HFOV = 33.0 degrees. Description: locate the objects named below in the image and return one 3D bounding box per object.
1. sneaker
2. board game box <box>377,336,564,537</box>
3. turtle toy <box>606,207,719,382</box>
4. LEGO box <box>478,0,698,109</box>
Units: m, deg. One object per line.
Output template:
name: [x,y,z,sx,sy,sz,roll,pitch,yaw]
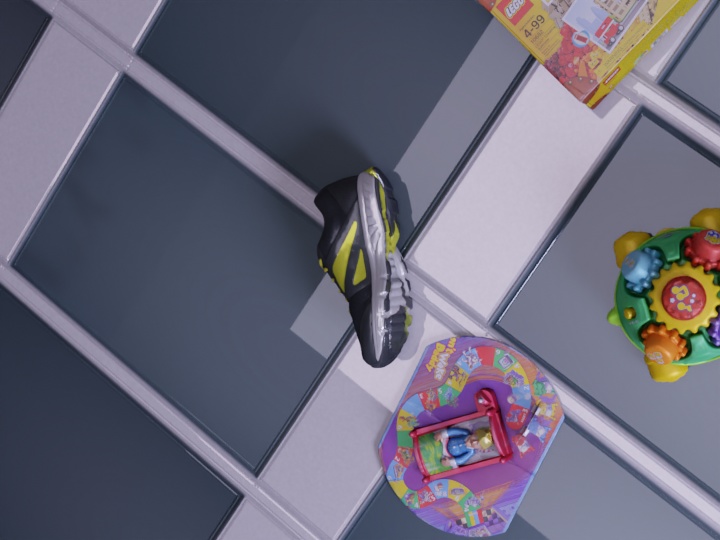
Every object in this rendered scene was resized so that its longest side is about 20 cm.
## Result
sneaker: [0.000,0.000,1.235,0.084,0.074,0.203,-8,79,24]
board game box: [0.102,0.167,1.210,0.157,0.039,0.202,29,99,16]
turtle toy: [0.319,0.017,1.103,0.198,0.101,0.148,-18,85,18]
LEGO box: [0.232,-0.277,1.141,0.149,0.077,0.200,46,104,12]
